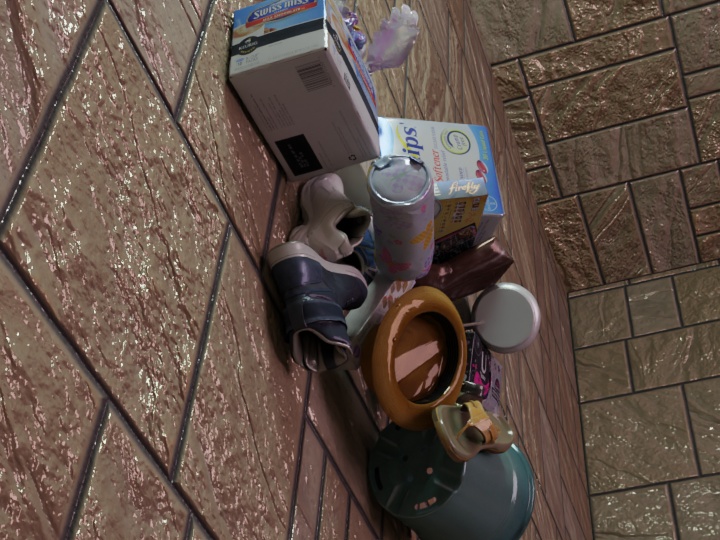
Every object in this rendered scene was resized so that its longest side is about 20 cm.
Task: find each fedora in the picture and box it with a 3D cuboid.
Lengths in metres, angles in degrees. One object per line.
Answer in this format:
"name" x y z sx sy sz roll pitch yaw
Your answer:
"fedora" 0.061 0.115 1.533 0.200 0.081 0.203 1 89 -49

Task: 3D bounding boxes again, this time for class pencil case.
"pencil case" 0.053 -0.067 1.536 0.083 0.090 0.201 -50 156 -23

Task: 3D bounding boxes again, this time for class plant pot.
"plant pot" 0.117 0.295 1.618 0.196 0.199 0.202 38 40 -53

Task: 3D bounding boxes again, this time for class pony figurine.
"pony figurine" -0.014 -0.328 1.759 0.200 0.165 0.195 -34 142 -77

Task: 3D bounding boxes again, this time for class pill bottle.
"pill bottle" 0.236 0.078 1.874 0.200 0.112 0.114 16 62 -80

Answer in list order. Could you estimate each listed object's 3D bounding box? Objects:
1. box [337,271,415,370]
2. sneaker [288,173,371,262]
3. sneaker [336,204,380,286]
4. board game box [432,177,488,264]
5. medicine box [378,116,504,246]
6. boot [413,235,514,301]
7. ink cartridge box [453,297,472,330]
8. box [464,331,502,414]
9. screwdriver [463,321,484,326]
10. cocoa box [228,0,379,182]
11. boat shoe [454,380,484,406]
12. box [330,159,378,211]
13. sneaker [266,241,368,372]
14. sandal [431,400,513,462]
"box" 0.016 0.059 1.580 0.200 0.041 0.039 -54 133 -45
"sneaker" -0.029 -0.066 1.530 0.201 0.099 0.078 -83 152 -51
"sneaker" 0.000 0.000 1.667 0.077 0.075 0.201 -54 139 -32
"board game box" 0.110 -0.061 1.758 0.201 0.134 0.035 101 -20 -56
"medicine box" 0.110 -0.138 1.854 0.103 0.198 0.183 115 -27 -54
"boot" 0.140 -0.019 1.741 0.064 0.199 0.187 56 -20 37
"ink cartridge box" 0.111 0.010 1.913 0.067 0.115 0.202 9 68 -81
"box" 0.142 0.175 1.835 0.200 0.131 0.116 44 50 -62
"screwdriver" 0.100 0.095 1.739 0.028 0.198 0.029 -156 -113 -63
"cocoa box" -0.068 -0.237 1.474 0.200 0.132 0.132 60 22 -47
"boat shoe" 0.103 0.158 1.662 0.073 0.199 0.065 31 86 -49
"box" -0.022 -0.152 1.662 0.095 0.077 0.201 -87 157 -46
"sneaker" -0.038 0.060 1.417 0.202 0.077 0.147 25 42 -58
"sandal" 0.155 0.204 1.517 0.199 0.054 0.081 10 46 -55
